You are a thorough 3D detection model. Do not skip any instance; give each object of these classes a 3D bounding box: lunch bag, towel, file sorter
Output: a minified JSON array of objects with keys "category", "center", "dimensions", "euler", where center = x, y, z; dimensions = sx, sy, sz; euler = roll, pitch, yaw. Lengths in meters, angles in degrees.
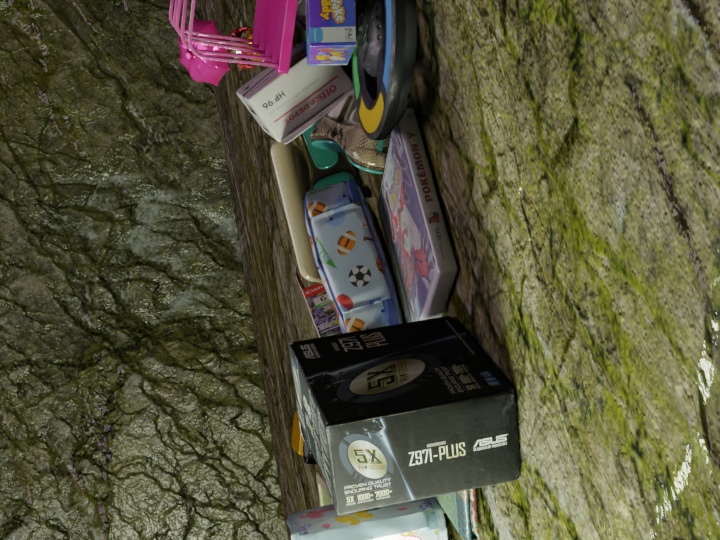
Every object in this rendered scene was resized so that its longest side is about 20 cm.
[{"category":"lunch bag","center":[0.000,0.000,1.495],"dimensions":[0.160,0.076,0.200],"euler":[55,-161,-71]},{"category":"towel","center":[0.085,0.179,1.396],"dimensions":[0.200,0.022,0.147],"euler":[-133,35,-71]},{"category":"file sorter","center":[-0.155,-0.328,1.616],"dimensions":[0.200,0.125,0.139],"euler":[-127,43,-67]},{"category":"lunch bag","center":[0.011,0.312,1.480],"dimensions":[0.200,0.169,0.127],"euler":[85,173,-60]}]

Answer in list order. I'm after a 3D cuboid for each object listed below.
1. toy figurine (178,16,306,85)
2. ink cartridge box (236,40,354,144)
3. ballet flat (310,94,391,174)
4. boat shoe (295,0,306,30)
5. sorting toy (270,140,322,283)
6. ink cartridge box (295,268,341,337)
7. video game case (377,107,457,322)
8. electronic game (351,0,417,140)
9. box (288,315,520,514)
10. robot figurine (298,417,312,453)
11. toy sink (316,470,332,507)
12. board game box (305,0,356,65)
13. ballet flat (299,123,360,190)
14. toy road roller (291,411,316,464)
[{"category":"toy figurine","center":[-0.166,-0.319,1.903],"dimensions":[0.200,0.184,0.150],"euler":[-146,48,-78]},{"category":"ink cartridge box","center":[-0.079,-0.220,1.645],"dimensions":[0.068,0.116,0.200],"euler":[54,177,-15]},{"category":"ballet flat","center":[-0.003,-0.158,1.503],"dimensions":[0.200,0.068,0.075],"euler":[-144,67,-69]},{"category":"boat shoe","center":[-0.070,-0.330,1.675],"dimensions":[0.200,0.068,0.072],"euler":[-111,15,-51]},{"category":"sorting toy","center":[-0.065,-0.066,1.743],"dimensions":[0.200,0.036,0.185],"euler":[17,-122,-75]},{"category":"ink cartridge box","center":[-0.035,0.075,1.836],"dimensions":[0.200,0.050,0.109],"euler":[-114,3,-60]},{"category":"video game case","center":[0.053,-0.036,1.369],"dimensions":[0.200,0.023,0.182],"euler":[101,158,-63]},{"category":"electronic game","center":[0.017,-0.225,1.291],"dimensions":[0.200,0.042,0.200],"euler":[179,90,-80]},{"category":"box","center":[0.034,0.122,1.209],"dimensions":[0.200,0.164,0.086],"euler":[-124,26,-69]},{"category":"robot figurine","center":[0.003,0.155,1.429],"dimensions":[0.200,0.125,0.150],"euler":[152,120,-78]},{"category":"toy sink","center":[0.012,0.353,1.701],"dimensions":[0.130,0.112,0.200],"euler":[-167,68,-80]},{"category":"board game box","center":[-0.032,-0.281,1.352],"dimensions":[0.200,0.045,0.135],"euler":[-127,35,-85]},{"category":"ballet flat","center":[-0.033,-0.115,1.706],"dimensions":[0.071,0.071,0.200],"euler":[104,155,-66]},{"category":"toy road roller","center":[-0.010,0.165,1.662],"dimensions":[0.200,0.123,0.146],"euler":[157,118,-80]}]
